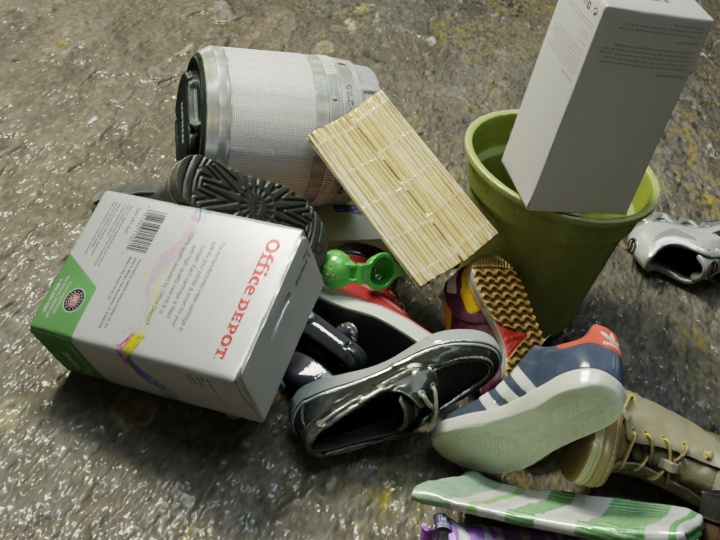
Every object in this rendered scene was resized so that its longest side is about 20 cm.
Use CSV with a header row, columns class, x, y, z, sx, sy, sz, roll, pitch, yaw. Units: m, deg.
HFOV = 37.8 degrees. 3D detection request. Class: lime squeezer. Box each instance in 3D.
class,x,y,z,sx,sy,sz,roll,pitch,yaw
lime squeezer,0.000,0.000,1.008,0.198,0.038,0.071,2,-3,-2

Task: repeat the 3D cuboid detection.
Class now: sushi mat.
class,x,y,z,sx,sy,sz,roll,pitch,yaw
sushi mat,0.039,-0.081,1.018,0.095,0.012,0.201,-31,69,-15

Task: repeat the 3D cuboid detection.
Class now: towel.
class,x,y,z,sx,sy,sz,roll,pitch,yaw
towel,0.157,0.184,0.813,0.198,0.024,0.152,7,-4,23

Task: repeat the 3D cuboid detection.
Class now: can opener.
class,x,y,z,sx,sy,sz,roll,pitch,yaw
can opener,-0.073,0.048,0.985,0.078,0.064,0.200,-24,52,-41

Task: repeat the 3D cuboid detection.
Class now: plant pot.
class,x,y,z,sx,sy,sz,roll,pitch,yaw
plant pot,0.180,-0.035,1.086,0.198,0.185,0.201,10,37,-7

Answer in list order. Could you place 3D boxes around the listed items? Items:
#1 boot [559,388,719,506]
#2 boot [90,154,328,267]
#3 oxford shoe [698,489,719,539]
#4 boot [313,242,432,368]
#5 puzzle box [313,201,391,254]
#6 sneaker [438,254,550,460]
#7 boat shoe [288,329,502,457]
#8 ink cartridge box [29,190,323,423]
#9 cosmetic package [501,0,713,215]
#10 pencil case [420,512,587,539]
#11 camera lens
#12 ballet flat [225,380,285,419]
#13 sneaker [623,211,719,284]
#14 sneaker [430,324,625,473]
class,x,y,z,sx,sy,sz,roll,pitch,yaw
boot,0.256,0.163,0.915,0.155,0.073,0.200,29,14,9
boot,-0.148,-0.041,1.007,0.181,0.199,0.073,32,62,-24
oxford shoe,0.350,0.236,0.894,0.199,0.085,0.072,11,-3,-33
boot,0.034,0.038,1.036,0.199,0.073,0.144,28,36,22
puzzle box,-0.051,-0.063,1.173,0.198,0.026,0.133,-2,39,-23
sneaker,0.130,0.090,1.003,0.074,0.090,0.202,1,64,-30
boat shoe,0.039,0.112,0.908,0.198,0.071,0.064,-20,30,-12
ink cartridge box,-0.149,0.028,0.884,0.198,0.084,0.146,12,61,21
cosmetic package,0.210,-0.153,0.925,0.107,0.201,0.085,3,39,-19
pencil case,0.142,0.235,0.806,0.198,0.085,0.086,10,13,-10
camera lens,-0.091,-0.150,1.116,0.198,0.161,0.161,1,38,-19
ballet flat,-0.139,0.059,0.953,0.070,0.071,0.200,-11,42,-32
sneaker,0.415,-0.016,1.248,0.198,0.075,0.089,1,37,-3
sneaker,0.142,0.106,0.884,0.075,0.199,0.085,39,46,-23
